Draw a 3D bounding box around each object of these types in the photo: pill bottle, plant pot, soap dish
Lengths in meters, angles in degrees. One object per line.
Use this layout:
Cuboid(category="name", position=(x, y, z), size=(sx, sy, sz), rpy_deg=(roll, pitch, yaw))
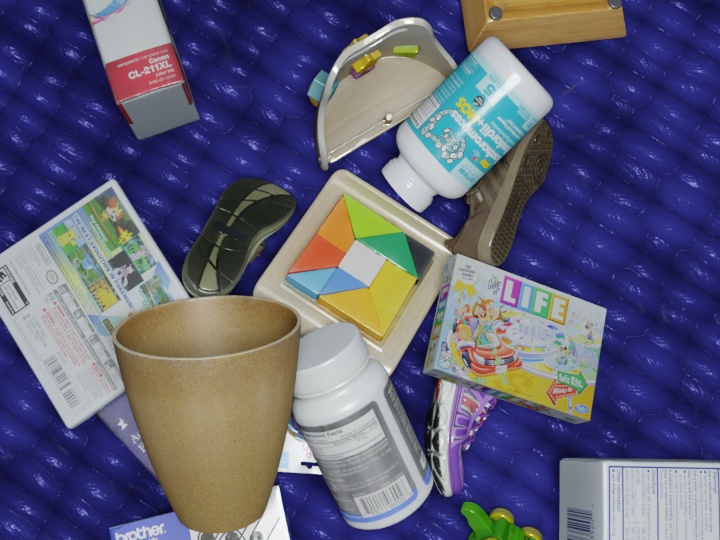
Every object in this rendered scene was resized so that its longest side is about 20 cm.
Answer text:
Cuboid(category="pill bottle", position=(-0.006, 0.167, 1.125), size=(0.112, 0.114, 0.203), rpy_deg=(-25, 108, -4))
Cuboid(category="plant pot", position=(-0.144, 0.148, 1.038), size=(0.182, 0.187, 0.204), rpy_deg=(-3, 107, -1))
Cuboid(category="pill bottle", position=(0.117, -0.161, 1.195), size=(0.200, 0.111, 0.111), rpy_deg=(-45, 84, 14))
Cuboid(category="soap dish", position=(0.218, -0.354, 1.251), size=(0.196, 0.081, 0.161), rpy_deg=(-6, 82, -3))

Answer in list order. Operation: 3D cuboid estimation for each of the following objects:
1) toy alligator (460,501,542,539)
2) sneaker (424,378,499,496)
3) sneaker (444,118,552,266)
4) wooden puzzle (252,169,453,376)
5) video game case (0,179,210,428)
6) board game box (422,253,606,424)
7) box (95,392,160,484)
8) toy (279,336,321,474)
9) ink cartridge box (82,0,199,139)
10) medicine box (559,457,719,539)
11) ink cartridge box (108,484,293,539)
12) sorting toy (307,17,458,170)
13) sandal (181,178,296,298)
Cuboid(category="toy alligator", position=(0.187, 0.332, 1.174), size=(0.198, 0.060, 0.054), rpy_deg=(34, 127, -3))
Cuboid(category="sneaker", position=(0.122, 0.157, 1.183), size=(0.082, 0.081, 0.204), rpy_deg=(10, 81, -5))
Cuboid(category="sneaker", position=(0.160, -0.099, 1.221), size=(0.075, 0.071, 0.202), rpy_deg=(11, 62, 35))
Cuboid(category="wooden puzzle", position=(0.000, 0.000, 1.200), size=(0.183, 0.037, 0.201), rpy_deg=(32, 66, 3))
Cuboid(category="video game case", position=(-0.288, 0.034, 1.118), size=(0.181, 0.022, 0.202), rpy_deg=(-34, 82, -5))
Cuboid(category="board game box", position=(0.177, 0.079, 1.175), size=(0.197, 0.034, 0.137), rpy_deg=(19, 70, -15))
Cuboid(category="box", position=(-0.228, 0.118, 1.170), size=(0.200, 0.104, 0.148), rpy_deg=(44, 84, 5))
Cuboid(category="toy", position=(-0.054, 0.132, 1.198), size=(0.113, 0.047, 0.204), rpy_deg=(3, 82, 1))
Cuboid(category="ink cartridge box", position=(-0.262, -0.275, 1.203), size=(0.081, 0.146, 0.203), rpy_deg=(-19, 83, -4))
Cuboid(category="medicine box", position=(0.325, 0.299, 1.127), size=(0.196, 0.103, 0.186), rpy_deg=(4, 82, -17))
Cuboid(category="ink cartridge box", position=(-0.176, 0.312, 1.173), size=(0.196, 0.044, 0.096), rpy_deg=(-14, 81, -2))
Cuboid(category="sorting toy", position=(0.016, -0.225, 1.182), size=(0.198, 0.180, 0.108), rpy_deg=(-31, 83, -5))
Cuboid(category="sandal", position=(-0.144, -0.036, 1.187), size=(0.079, 0.058, 0.202), rpy_deg=(30, 50, 6))
